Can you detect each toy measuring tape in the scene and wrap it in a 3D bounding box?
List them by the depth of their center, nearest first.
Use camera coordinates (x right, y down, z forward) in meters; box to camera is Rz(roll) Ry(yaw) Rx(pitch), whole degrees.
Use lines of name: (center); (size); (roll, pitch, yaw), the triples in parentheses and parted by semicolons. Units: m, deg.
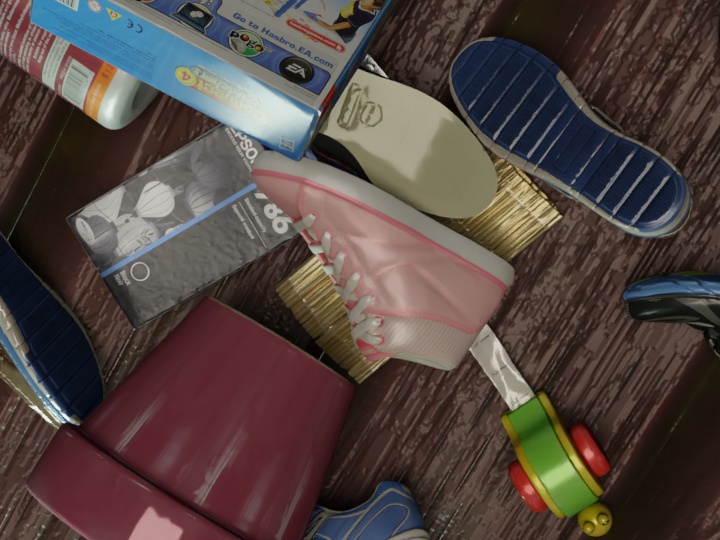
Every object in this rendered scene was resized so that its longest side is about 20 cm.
toy measuring tape: (0.121, 0.110, 1.104); (0.074, 0.074, 0.200); (-32, 98, 12)

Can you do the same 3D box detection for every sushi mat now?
sushi mat: (0.040, -0.012, 1.124); (0.200, 0.012, 0.096); (-40, 95, 13)

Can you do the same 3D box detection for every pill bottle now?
pill bottle: (-0.221, -0.195, 1.076); (0.200, 0.110, 0.110); (35, 103, 0)

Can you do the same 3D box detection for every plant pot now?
plant pot: (-0.101, 0.126, 1.085); (0.200, 0.200, 0.179); (32, 83, 1)

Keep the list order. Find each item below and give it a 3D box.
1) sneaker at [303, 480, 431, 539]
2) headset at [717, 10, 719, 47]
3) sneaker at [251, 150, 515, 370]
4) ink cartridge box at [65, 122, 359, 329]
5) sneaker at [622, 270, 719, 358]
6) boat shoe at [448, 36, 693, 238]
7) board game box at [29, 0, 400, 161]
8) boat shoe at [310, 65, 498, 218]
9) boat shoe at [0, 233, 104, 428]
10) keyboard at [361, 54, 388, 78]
sneaker: (-0.029, 0.224, 1.158); (0.200, 0.076, 0.077); (-27, 52, 23)
headset: (0.326, -0.130, 1.045); (0.123, 0.094, 0.200); (-31, 80, 16)
sneaker: (0.000, 0.000, 1.067); (0.200, 0.075, 0.105); (28, 83, -9)
ink cartridge box: (-0.105, -0.047, 1.126); (0.200, 0.039, 0.100); (-31, 94, 12)
sneaker: (0.277, 0.052, 1.074); (0.199, 0.071, 0.083); (18, 97, 1)
boat shoe: (0.141, -0.083, 1.061); (0.072, 0.072, 0.200); (-48, 65, 5)
board game box: (-0.080, -0.195, 1.018); (0.200, 0.196, 0.056); (28, 143, 2)
boat shoe: (0.005, -0.103, 1.074); (0.201, 0.063, 0.074); (28, 99, -2)
boat shoe: (-0.267, 0.039, 1.146); (0.072, 0.072, 0.200); (-29, 98, 29)
keyboard: (-0.036, -0.160, 1.105); (0.056, 0.011, 0.200); (-41, 93, 4)
